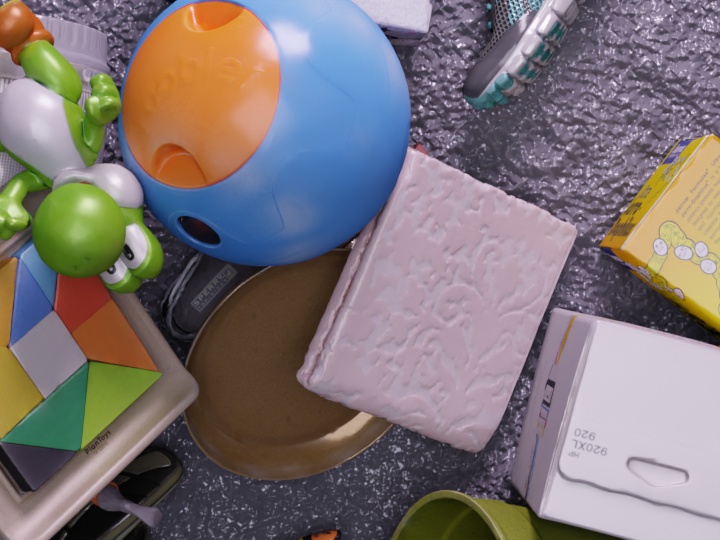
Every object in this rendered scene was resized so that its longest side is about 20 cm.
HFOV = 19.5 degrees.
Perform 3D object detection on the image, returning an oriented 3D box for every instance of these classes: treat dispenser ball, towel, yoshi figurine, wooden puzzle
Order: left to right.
[{"bbox_3d":[-0.217,0.056,1.405,0.185,0.037,0.200,-44,106,-34],"label":"wooden puzzle"},{"bbox_3d":[-0.203,-0.072,1.370,0.112,0.112,0.200,-32,84,-34],"label":"yoshi figurine"},{"bbox_3d":[-0.065,-0.103,1.435,0.200,0.201,0.201,0,92,-2],"label":"treat dispenser ball"},{"bbox_3d":[0.058,0.024,1.539,0.200,0.032,0.191,24,88,-43],"label":"towel"}]

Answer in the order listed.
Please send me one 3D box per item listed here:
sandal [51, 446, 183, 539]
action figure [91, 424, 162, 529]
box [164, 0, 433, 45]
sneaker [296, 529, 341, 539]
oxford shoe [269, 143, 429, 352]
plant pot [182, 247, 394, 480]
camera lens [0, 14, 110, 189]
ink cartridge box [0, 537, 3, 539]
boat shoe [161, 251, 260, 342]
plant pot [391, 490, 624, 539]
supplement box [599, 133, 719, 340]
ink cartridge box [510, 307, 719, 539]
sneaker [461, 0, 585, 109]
[{"bbox_3d":[-0.202,0.216,1.578,0.057,0.080,0.201,39,87,-37],"label":"sandal"},{"bbox_3d":[-0.227,0.093,1.541,0.193,0.105,0.200,2,87,24],"label":"action figure"},{"bbox_3d":[-0.040,-0.246,1.542,0.200,0.115,0.132,9,91,-2],"label":"box"},{"bbox_3d":[-0.003,0.290,1.580,0.090,0.070,0.200,-31,91,1],"label":"sneaker"},{"bbox_3d":[0.000,0.000,1.574,0.075,0.070,0.200,43,91,-8],"label":"oxford shoe"},{"bbox_3d":[-0.042,0.066,1.550,0.200,0.027,0.200,-13,124,-20],"label":"plant pot"},{"bbox_3d":[-0.266,-0.080,1.512,0.160,0.160,0.200,8,89,-2],"label":"camera lens"},{"bbox_3d":[-0.314,0.134,1.497,0.144,0.085,0.200,26,125,16],"label":"ink cartridge box"},{"bbox_3d":[-0.078,-0.028,1.569,0.199,0.068,0.074,-44,93,-1],"label":"boat shoe"},{"bbox_3d":[0.142,0.261,1.523,0.193,0.200,0.201,4,92,-29],"label":"plant pot"},{"bbox_3d":[0.294,0.001,1.565,0.200,0.109,0.110,38,90,-2],"label":"supplement box"},{"bbox_3d":[0.203,0.115,1.519,0.147,0.200,0.145,14,91,-3],"label":"ink cartridge box"},{"bbox_3d":[0.122,-0.216,1.580,0.091,0.078,0.200,31,87,13],"label":"sneaker"}]
